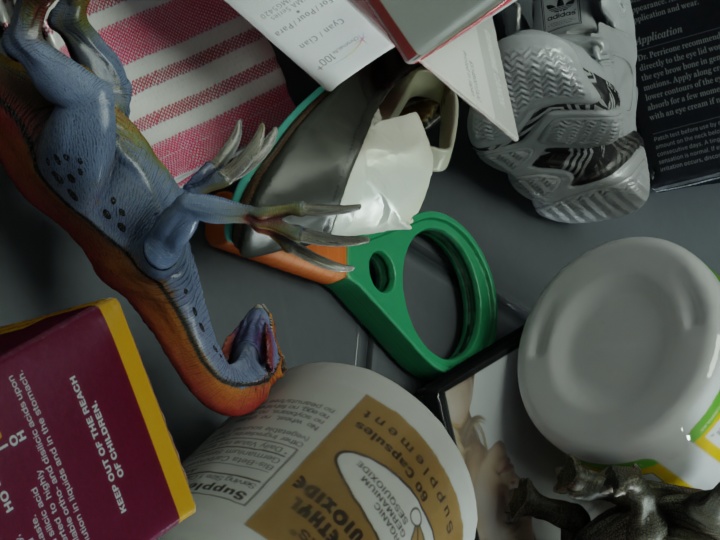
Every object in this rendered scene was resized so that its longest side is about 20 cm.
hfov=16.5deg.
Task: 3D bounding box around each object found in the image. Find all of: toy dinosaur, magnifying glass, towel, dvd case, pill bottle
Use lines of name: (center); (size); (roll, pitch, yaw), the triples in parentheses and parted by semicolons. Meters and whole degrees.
toy dinosaur: (-0.093, -0.028, 0.973); (0.105, 0.198, 0.183); (-72, 156, -77)
magnifying glass: (0.000, 0.000, 1.151); (0.199, 0.022, 0.080); (21, 63, -50)
toy dinosaur: (0.131, 0.127, 1.148); (0.102, 0.200, 0.077); (24, 35, -25)
towel: (-0.100, -0.133, 1.049); (0.146, 0.030, 0.201); (-35, 107, -52)
dvd case: (0.090, 0.132, 1.214); (0.142, 0.017, 0.202); (-27, 107, -53)
pill bottle: (-0.045, 0.130, 0.970); (0.200, 0.114, 0.115); (-44, 114, -49)
pill bottle: (0.171, 0.071, 1.228); (0.200, 0.110, 0.112); (36, 52, -48)

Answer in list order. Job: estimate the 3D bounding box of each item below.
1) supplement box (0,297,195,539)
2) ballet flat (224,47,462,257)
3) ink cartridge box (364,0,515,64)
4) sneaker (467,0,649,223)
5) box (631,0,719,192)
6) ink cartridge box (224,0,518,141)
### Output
supplement box: (-0.163, 0.089, 0.829); (0.200, 0.110, 0.086); (-32, 104, -52)
ballet flat: (0.005, -0.059, 1.099); (0.200, 0.068, 0.068); (-58, 167, -55)
ink cartridge box: (0.040, -0.186, 1.079); (0.145, 0.084, 0.200); (56, 24, -2)
sneaker: (0.095, -0.104, 1.239); (0.200, 0.075, 0.116); (45, 38, -66)
box: (0.224, -0.155, 1.422); (0.148, 0.104, 0.202); (-7, 84, -53)
ink cartridge box: (-0.011, -0.160, 1.107); (0.176, 0.045, 0.201); (38, 31, -39)
